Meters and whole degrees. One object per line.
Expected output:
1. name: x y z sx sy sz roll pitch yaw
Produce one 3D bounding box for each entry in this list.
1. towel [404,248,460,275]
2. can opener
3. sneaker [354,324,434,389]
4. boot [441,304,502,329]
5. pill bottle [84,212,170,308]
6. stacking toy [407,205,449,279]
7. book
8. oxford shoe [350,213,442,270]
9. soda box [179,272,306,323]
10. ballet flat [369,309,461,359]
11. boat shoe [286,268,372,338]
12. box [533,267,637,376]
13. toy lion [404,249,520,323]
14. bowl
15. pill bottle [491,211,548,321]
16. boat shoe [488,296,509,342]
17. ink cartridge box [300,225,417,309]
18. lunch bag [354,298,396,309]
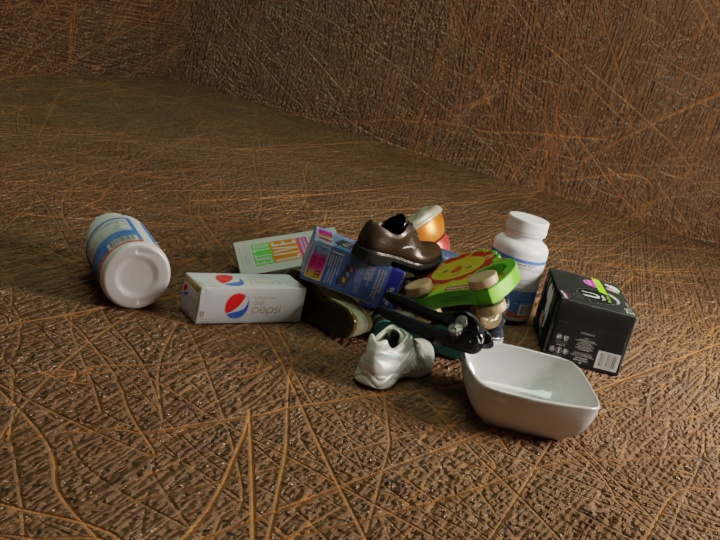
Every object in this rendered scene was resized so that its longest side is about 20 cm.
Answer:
1. towel: 0.165 -0.004 1.697 0.198 0.049 0.111 18 -12 -20
2. can opener: 0.109 0.084 1.400 0.199 0.079 0.064 18 61 28
3. sneaker: 0.065 0.126 1.405 0.070 0.081 0.200 20 16 27
4. boot: 0.162 0.059 1.574 0.165 0.073 0.200 -10 18 20
5. pill bottle: -0.388 -0.025 1.473 0.111 0.113 0.200 5 18 -28
6. stacking toy: 0.139 -0.016 1.795 0.145 0.201 0.146 -30 5 3
7. book: -0.131 -0.022 1.684 0.198 0.048 0.134 -11 27 -10
8. oxford shoe: 0.078 -0.049 1.523 0.199 0.085 0.072 6 20 -48
9. soda box: -0.192 0.045 1.486 0.199 0.064 0.068 1 21 -36
10. ballet flat: 0.113 0.100 1.539 0.198 0.068 0.064 12 24 -1
11. boat shoe: -0.058 0.060 1.550 0.066 0.075 0.200 6 23 -46
12. box: 0.424 0.094 1.722 0.147 0.125 0.200 14 18 0
13. toy lion: 0.179 0.014 1.494 0.199 0.069 0.191 -8 20 40
14. bowl: 0.245 0.184 1.364 0.198 0.075 0.200 13 16 -4
15. pill bottle: 0.312 -0.010 1.808 0.111 0.202 0.112 12 16 -4
16. boat shoe: 0.236 0.068 1.709 0.070 0.092 0.200 10 17 -12
17. ink cartridge box: 0.000 0.000 1.562 0.199 0.077 0.137 22 11 -7
18. lunch bag: -0.045 0.010 1.706 0.198 0.095 0.151 -2 24 -19
